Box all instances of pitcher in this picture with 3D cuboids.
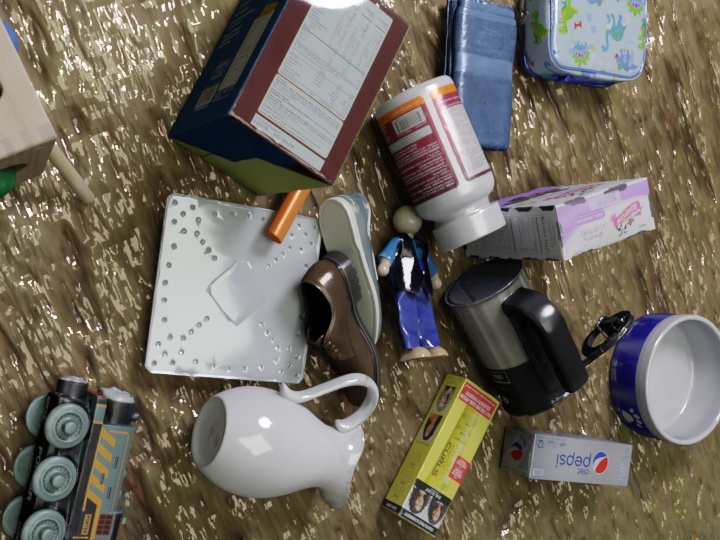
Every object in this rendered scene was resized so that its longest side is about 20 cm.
[{"bbox_3d":[-0.081,0.183,0.982,0.198,0.121,0.173,20,98,-34],"label":"pitcher"}]

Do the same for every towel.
[{"bbox_3d":[0.161,-0.266,1.157,0.110,0.048,0.203,3,89,-30],"label":"towel"}]

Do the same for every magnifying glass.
[{"bbox_3d":[-0.058,-0.122,1.020,0.202,0.022,0.080,-62,153,-20],"label":"magnifying glass"}]

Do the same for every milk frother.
[{"bbox_3d":[0.251,0.063,1.153,0.200,0.179,0.190,-44,113,-35],"label":"milk frother"}]

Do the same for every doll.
[{"bbox_3d":[0.070,0.015,1.098,0.136,0.048,0.203,6,72,-52],"label":"doll"}]

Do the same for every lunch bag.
[{"bbox_3d":[0.323,-0.350,1.229,0.198,0.082,0.163,-1,91,-30],"label":"lunch bag"}]

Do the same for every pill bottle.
[{"bbox_3d":[0.104,-0.133,1.075,0.109,0.109,0.202,-25,93,-27],"label":"pill bottle"}]

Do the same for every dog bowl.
[{"bbox_3d":[0.492,0.169,1.341,0.198,0.078,0.203,-1,91,-29],"label":"dog bowl"}]

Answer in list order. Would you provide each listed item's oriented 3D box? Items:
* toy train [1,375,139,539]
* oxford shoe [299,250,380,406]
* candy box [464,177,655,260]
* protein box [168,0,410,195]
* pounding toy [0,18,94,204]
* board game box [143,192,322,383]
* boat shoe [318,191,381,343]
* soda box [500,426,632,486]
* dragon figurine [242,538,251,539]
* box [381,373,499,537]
[{"bbox_3d":[-0.301,0.215,0.891,0.113,0.085,0.203,17,81,-41],"label":"toy train"},{"bbox_3d":[-0.032,0.085,1.028,0.084,0.072,0.202,-35,114,-43],"label":"oxford shoe"},{"bbox_3d":[0.259,-0.068,1.131,0.166,0.199,0.073,-17,99,-29],"label":"candy box"},{"bbox_3d":[-0.083,-0.208,0.931,0.134,0.198,0.202,32,76,-27],"label":"protein box"},{"bbox_3d":[-0.349,-0.146,0.805,0.141,0.184,0.202,-28,96,-25],"label":"pounding toy"},{"bbox_3d":[-0.148,0.025,1.000,0.198,0.026,0.203,8,87,-30],"label":"board game box"},{"bbox_3d":[0.000,0.000,1.059,0.062,0.072,0.203,-31,115,-48],"label":"boat shoe"},{"bbox_3d":[0.303,0.274,1.241,0.198,0.068,0.064,12,84,-30],"label":"soda box"},{"bbox_3d":[-0.154,0.384,0.987,0.198,0.059,0.101,-18,100,-30],"label":"dragon figurine"},{"bbox_3d":[0.109,0.247,1.139,0.075,0.050,0.202,37,73,-25],"label":"box"}]
